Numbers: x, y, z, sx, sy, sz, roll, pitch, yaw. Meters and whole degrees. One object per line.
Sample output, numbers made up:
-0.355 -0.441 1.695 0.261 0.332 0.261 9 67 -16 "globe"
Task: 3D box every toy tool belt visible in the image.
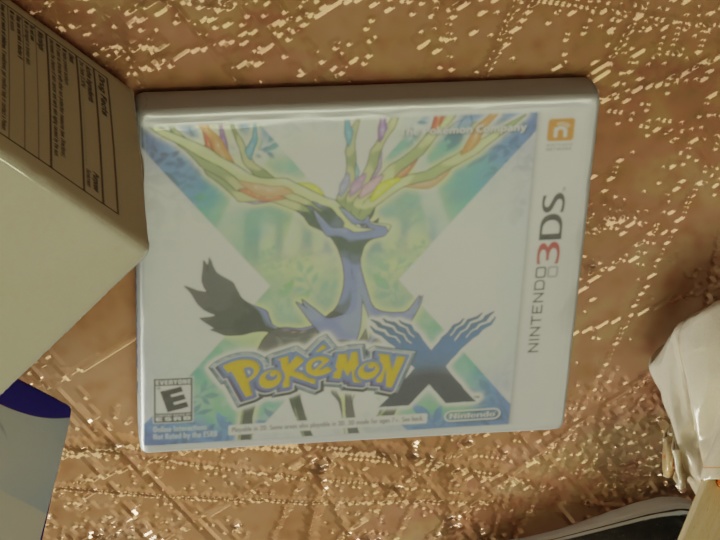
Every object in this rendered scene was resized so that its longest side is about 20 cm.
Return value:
0.234 0.079 1.106 0.200 0.123 0.125 -1 162 -7 "toy tool belt"

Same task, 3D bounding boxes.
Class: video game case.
0.000 0.000 1.080 0.200 0.022 0.182 -3 124 -8 "video game case"

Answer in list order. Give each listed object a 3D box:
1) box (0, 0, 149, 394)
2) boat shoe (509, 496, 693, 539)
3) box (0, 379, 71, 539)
-0.193 -0.058 0.943 0.200 0.128 0.109 36 113 -28 "box"
0.082 0.164 1.166 0.200 0.071 0.072 -26 99 5 "boat shoe"
-0.255 0.096 1.013 0.184 0.105 0.200 30 137 -27 "box"
